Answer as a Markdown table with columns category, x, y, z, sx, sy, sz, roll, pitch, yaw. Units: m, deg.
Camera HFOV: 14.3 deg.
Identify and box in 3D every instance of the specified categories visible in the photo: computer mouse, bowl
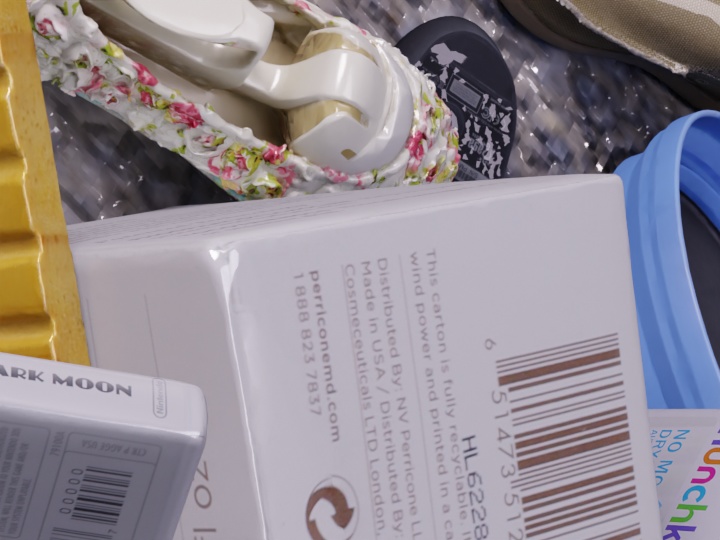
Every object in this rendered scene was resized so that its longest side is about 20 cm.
| category | x | y | z | sx | sy | sz | roll | pitch | yaw |
| --- | --- | --- | --- | --- | --- | --- | --- | --- | --- |
| computer mouse | 0.000 | 0.000 | 1.006 | 0.059 | 0.034 | 0.201 | 35 | 71 | -28 |
| bowl | 0.151 | 0.038 | 1.087 | 0.201 | 0.039 | 0.201 | 45 | 33 | -41 |

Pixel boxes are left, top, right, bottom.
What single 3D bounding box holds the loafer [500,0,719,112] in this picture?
| category | x | y | z | sx | sy | sz | roll | pitch | yaw |
| --- | --- | --- | --- | --- | --- | --- | --- | --- | --- |
| loafer | 0.127 | -0.110 | 1.104 | 0.200 | 0.067 | 0.076 | 21 | 73 | -42 |

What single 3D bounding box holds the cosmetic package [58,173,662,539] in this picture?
| category | x | y | z | sx | sy | sz | roll | pitch | yaw |
| --- | --- | --- | --- | --- | --- | --- | --- | --- | --- |
| cosmetic package | -0.038 | 0.067 | 0.842 | 0.166 | 0.200 | 0.168 | -12 | 95 | -45 |

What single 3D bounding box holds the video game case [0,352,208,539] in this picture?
| category | x | y | z | sx | sy | sz | roll | pitch | yaw |
| --- | --- | --- | --- | --- | --- | --- | --- | --- | --- |
| video game case | -0.149 | 0.090 | 0.716 | 0.181 | 0.200 | 0.023 | 10 | 40 | -14 |

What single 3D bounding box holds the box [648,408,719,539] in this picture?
| category | x | y | z | sx | sy | sz | roll | pitch | yaw |
| --- | --- | --- | --- | --- | --- | --- | --- | --- | --- |
| box | 0.062 | 0.150 | 0.952 | 0.097 | 0.176 | 0.200 | 52 | 56 | -29 |

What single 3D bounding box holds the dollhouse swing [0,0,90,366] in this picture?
| category | x | y | z | sx | sy | sz | roll | pitch | yaw |
| --- | --- | --- | --- | --- | --- | --- | --- | --- | --- |
| dollhouse swing | -0.201 | -0.008 | 0.725 | 0.176 | 0.181 | 0.201 | -16 | 99 | -54 |

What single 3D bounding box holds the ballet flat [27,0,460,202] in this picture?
| category | x | y | z | sx | sy | sz | roll | pitch | yaw |
| --- | --- | --- | --- | --- | --- | --- | --- | --- | --- |
| ballet flat | -0.037 | -0.064 | 0.925 | 0.200 | 0.064 | 0.076 | 21 | 72 | -31 |
